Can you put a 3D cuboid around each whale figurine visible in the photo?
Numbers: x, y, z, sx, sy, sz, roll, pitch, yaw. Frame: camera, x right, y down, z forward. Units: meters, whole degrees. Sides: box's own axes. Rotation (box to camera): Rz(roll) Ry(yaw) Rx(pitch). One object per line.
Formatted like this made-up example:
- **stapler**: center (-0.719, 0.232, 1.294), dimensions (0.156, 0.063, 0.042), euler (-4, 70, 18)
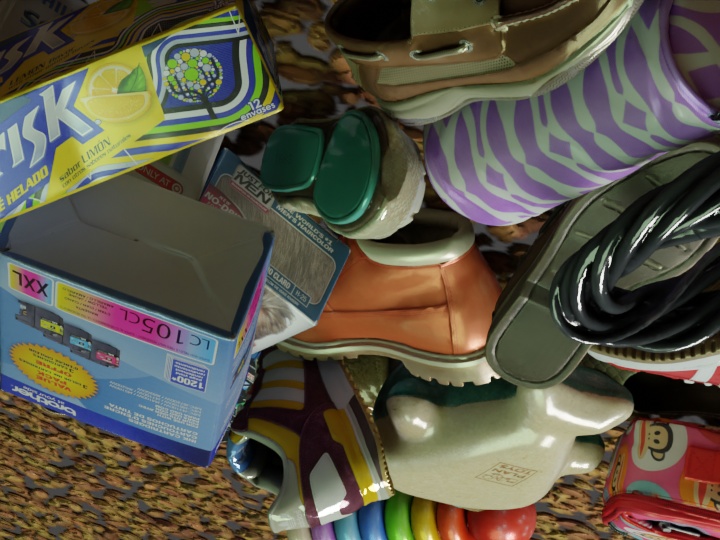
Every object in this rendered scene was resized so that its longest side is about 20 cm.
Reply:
- **whale figurine**: center (0.089, 0.083, 1.189), dimensions (0.159, 0.104, 0.200), euler (16, 154, -23)

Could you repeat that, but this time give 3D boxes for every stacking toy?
- **stacking toy**: center (0.044, 0.191, 1.473), dimensions (0.199, 0.086, 0.085), euler (-6, 146, 28)

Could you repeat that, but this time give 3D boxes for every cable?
- **cable**: center (0.181, -0.019, 0.871), dimensions (0.199, 0.051, 0.163), euler (-25, 163, 1)

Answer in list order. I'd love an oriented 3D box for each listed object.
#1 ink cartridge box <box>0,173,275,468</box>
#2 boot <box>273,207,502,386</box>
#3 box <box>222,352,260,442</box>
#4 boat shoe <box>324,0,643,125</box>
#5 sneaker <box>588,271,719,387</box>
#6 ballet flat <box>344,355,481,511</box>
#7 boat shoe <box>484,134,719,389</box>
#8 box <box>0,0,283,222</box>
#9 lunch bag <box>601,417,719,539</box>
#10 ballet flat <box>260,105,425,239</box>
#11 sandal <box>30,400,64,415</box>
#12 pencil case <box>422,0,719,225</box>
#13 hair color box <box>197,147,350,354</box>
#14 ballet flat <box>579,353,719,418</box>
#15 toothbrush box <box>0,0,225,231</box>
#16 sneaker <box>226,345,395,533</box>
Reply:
- **ink cartridge box**: center (-0.128, 0.032, 1.049), dimensions (0.136, 0.077, 0.200), euler (20, 151, 2)
- **boot**: center (0.000, 0.000, 1.139), dimensions (0.199, 0.075, 0.108), euler (6, 133, 35)
- **box**: center (-0.137, 0.057, 1.347), dimensions (0.200, 0.050, 0.198), euler (35, 149, -28)
- **boat shoe**: center (0.053, -0.120, 0.847), dimensions (0.072, 0.076, 0.200), euler (34, 149, -26)
- **sneaker**: center (0.228, 0.049, 1.066), dimensions (0.199, 0.071, 0.113), euler (-3, 144, 34)
- **ballet flat**: center (0.055, 0.106, 1.317), dimensions (0.072, 0.068, 0.200), euler (-25, 129, 30)
- **boat shoe**: center (0.131, -0.021, 1.000), dimensions (0.072, 0.068, 0.200), euler (33, 131, -13)
- **box**: center (-0.142, -0.084, 0.929), dimensions (0.199, 0.070, 0.064), euler (-22, 124, 7)
- **lunch bag**: center (0.259, 0.146, 1.191), dimensions (0.199, 0.082, 0.176), euler (13, 167, 4)
- **ballet flat**: center (0.003, -0.051, 0.984), dimensions (0.062, 0.068, 0.200), euler (16, -176, -20)
- **sandal**: center (-0.198, 0.078, 1.314), dimensions (0.199, 0.054, 0.080), euler (20, 154, -1)
- **pencil case**: center (0.114, -0.079, 0.883), dimensions (0.085, 0.084, 0.200), euler (13, 162, -32)
- **hair color box**: center (-0.107, 0.008, 1.132), dimensions (0.100, 0.061, 0.200), euler (38, 144, -19)
- **ballet flat**: center (0.217, 0.075, 1.152), dimensions (0.199, 0.047, 0.067), euler (4, 150, 28)
- **toothbrush box**: center (-0.190, -0.073, 1.082), dimensions (0.145, 0.086, 0.200), euler (32, 149, -25)
- **sneaker**: center (-0.051, 0.084, 1.194), dimensions (0.090, 0.200, 0.075), euler (-21, 127, -10)
